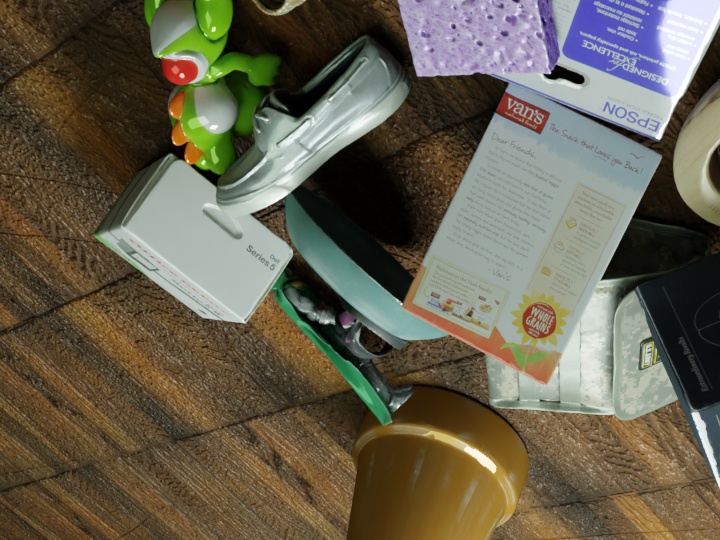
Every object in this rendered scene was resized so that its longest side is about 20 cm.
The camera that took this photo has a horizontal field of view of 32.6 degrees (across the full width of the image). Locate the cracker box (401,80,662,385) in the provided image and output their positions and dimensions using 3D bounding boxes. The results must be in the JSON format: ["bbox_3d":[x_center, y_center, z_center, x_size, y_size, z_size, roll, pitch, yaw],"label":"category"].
[{"bbox_3d":[0.136,-0.030,0.984,0.133,0.058,0.202,28,98,9],"label":"cracker box"}]

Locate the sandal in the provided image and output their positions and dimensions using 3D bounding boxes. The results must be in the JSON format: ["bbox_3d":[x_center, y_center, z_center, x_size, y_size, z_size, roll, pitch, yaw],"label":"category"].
[{"bbox_3d":[0.008,0.058,1.176,0.075,0.048,0.200,41,-179,7],"label":"sandal"}]

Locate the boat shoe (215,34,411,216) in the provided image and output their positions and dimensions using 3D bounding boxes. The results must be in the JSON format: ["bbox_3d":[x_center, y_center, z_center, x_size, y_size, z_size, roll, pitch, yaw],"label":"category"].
[{"bbox_3d":[-0.054,-0.125,1.036,0.200,0.070,0.072,-35,119,14],"label":"boat shoe"}]

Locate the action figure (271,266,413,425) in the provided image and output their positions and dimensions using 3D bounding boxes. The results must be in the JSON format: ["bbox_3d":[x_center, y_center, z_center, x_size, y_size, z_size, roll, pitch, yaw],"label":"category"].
[{"bbox_3d":[-0.028,0.065,1.271,0.200,0.055,0.118,45,-178,-3],"label":"action figure"}]

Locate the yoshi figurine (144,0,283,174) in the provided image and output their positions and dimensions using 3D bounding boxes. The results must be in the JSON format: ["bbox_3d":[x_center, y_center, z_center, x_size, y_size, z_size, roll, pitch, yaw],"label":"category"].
[{"bbox_3d":[-0.126,-0.186,1.053,0.110,0.113,0.203,-14,123,-12],"label":"yoshi figurine"}]

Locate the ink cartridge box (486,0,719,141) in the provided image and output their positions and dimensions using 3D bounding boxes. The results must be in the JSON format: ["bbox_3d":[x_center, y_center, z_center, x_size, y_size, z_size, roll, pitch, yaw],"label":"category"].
[{"bbox_3d":[0.162,-0.209,0.887,0.196,0.044,0.201,23,140,6],"label":"ink cartridge box"}]

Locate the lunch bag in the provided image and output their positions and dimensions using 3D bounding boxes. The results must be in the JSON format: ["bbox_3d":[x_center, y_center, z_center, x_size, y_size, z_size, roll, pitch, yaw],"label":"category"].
[{"bbox_3d":[0.210,0.040,1.086,0.197,0.118,0.166,3,133,14],"label":"lunch bag"}]

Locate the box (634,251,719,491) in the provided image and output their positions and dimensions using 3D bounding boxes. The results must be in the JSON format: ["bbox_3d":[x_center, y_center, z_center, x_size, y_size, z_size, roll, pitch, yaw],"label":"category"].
[{"bbox_3d":[0.335,0.055,0.947,0.197,0.149,0.108,-22,126,10],"label":"box"}]

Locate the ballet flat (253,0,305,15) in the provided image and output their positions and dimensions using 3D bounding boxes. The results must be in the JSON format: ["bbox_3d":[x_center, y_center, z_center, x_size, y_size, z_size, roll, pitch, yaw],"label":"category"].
[{"bbox_3d":[-0.090,-0.279,0.928,0.070,0.066,0.201,-6,131,33],"label":"ballet flat"}]

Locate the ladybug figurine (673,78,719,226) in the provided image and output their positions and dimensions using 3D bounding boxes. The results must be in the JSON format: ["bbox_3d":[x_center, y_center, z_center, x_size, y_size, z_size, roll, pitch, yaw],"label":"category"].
[{"bbox_3d":[0.313,-0.107,0.896,0.135,0.072,0.200,35,141,-10],"label":"ladybug figurine"}]

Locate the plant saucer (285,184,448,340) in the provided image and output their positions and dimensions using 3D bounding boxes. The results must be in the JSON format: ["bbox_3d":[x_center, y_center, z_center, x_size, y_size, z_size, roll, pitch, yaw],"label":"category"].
[{"bbox_3d":[0.000,0.000,1.105,0.199,0.200,0.036,39,99,-16],"label":"plant saucer"}]

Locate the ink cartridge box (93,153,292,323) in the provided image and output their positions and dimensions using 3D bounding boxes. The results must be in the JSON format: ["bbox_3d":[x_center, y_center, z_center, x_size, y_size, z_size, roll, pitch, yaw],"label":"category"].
[{"bbox_3d":[-0.164,-0.027,1.172,0.145,0.085,0.200,38,168,-14],"label":"ink cartridge box"}]

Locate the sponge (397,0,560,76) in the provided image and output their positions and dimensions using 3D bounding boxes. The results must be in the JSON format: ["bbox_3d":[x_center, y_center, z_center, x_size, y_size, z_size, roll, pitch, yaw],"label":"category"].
[{"bbox_3d":[0.071,-0.226,0.866,0.110,0.030,0.202,6,135,27],"label":"sponge"}]

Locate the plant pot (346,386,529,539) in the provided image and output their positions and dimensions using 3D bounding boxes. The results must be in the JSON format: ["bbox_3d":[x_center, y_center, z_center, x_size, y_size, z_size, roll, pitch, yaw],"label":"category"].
[{"bbox_3d":[0.068,0.263,1.354,0.197,0.185,0.202,15,141,13],"label":"plant pot"}]
